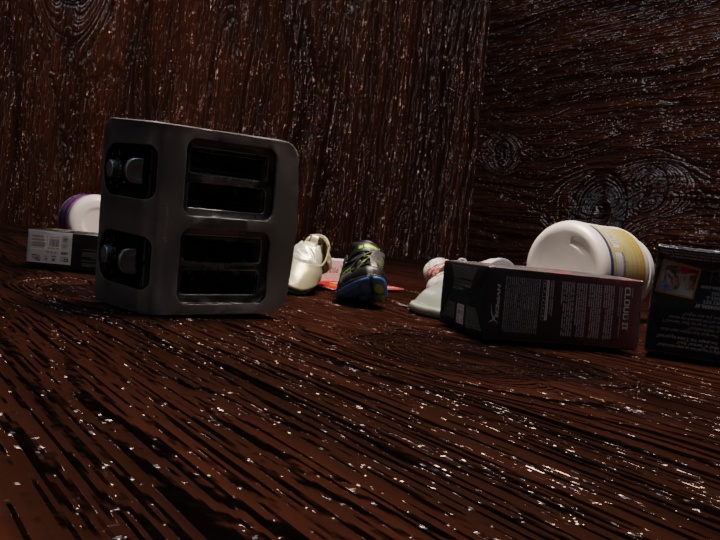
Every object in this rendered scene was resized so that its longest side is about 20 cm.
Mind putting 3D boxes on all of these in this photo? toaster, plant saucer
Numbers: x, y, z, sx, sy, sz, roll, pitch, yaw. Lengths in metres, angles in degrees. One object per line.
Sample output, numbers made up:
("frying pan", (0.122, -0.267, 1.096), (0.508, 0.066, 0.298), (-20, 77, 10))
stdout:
("toaster", (-0.160, -0.049, 0.823), (0.197, 0.186, 0.117), (2, 7, -40))
("plant saucer", (0.163, 0.037, 1.069), (0.194, 0.052, 0.200), (5, 2, 0))

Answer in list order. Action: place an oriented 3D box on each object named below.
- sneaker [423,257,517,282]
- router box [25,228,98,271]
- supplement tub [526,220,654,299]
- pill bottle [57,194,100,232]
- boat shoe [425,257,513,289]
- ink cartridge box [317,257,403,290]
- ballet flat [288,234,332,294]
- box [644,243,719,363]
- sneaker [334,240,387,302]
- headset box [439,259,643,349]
("sneaker", (0.220, 0.009, 1.586), (0.197, 0.069, 0.107), (2, 7, -25))
("router box", (-0.373, -0.027, 1.197), (0.194, 0.054, 0.157), (5, 2, -8))
("supplement tub", (0.373, 0.000, 1.299), (0.142, 0.149, 0.197), (8, 4, 44))
("pill bottle", (-0.581, -0.105, 1.731), (0.110, 0.116, 0.199), (4, 4, -29))
("boat shoe", (0.167, 0.022, 1.268), (0.085, 0.077, 0.200), (5, 11, 39))
("ink cartridge box", (-0.047, 0.003, 1.398), (0.173, 0.046, 0.198), (7, 3, 39))
("ballet flat", (-0.079, -0.019, 1.212), (0.068, 0.071, 0.200), (6, 12, 5))
("box", (0.391, 0.037, 0.903), (0.129, 0.118, 0.199), (8, 5, 21))
("sneaker", (0.000, 0.000, 1.127), (0.069, 0.085, 0.200), (5, 3, -4))
("headset box", (0.202, 0.036, 0.896), (0.195, 0.077, 0.148), (5, 2, -12))
